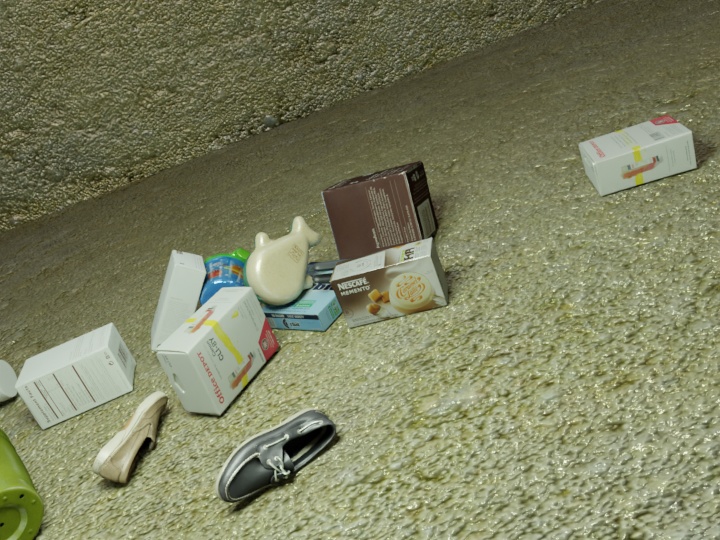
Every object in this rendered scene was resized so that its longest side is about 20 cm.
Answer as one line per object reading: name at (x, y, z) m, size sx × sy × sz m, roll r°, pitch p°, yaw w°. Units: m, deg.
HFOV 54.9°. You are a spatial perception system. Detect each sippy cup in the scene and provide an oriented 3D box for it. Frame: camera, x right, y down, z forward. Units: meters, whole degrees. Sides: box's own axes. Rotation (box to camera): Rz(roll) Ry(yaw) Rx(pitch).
sippy cup at (-0.299, 0.045, 1.520) m, size 0.139 × 0.179 × 0.130 m, roll -7°, pitch 19°, yaw -6°

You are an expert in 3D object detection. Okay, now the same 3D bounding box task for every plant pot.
plant pot at (-0.613, 0.368, 1.106) m, size 0.192 × 0.201 × 0.200 m, roll 18°, pitch 44°, yaw 37°

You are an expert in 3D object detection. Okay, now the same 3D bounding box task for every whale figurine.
whale figurine at (-0.164, -0.018, 1.440) m, size 0.104 × 0.159 × 0.201 m, roll -20°, pitch 33°, yaw 54°

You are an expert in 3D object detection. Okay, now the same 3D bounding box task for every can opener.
can opener at (0.000, 0.000, 1.402) m, size 0.198 × 0.064 × 0.079 m, roll 4°, pitch 18°, yaw -13°

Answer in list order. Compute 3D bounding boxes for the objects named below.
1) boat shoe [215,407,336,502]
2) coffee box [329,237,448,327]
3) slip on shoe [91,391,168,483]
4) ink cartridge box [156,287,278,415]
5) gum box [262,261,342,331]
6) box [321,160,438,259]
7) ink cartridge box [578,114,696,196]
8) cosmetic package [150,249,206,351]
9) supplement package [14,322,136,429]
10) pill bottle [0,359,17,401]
boat shoe at (-0.120, 0.272, 1.015) m, size 0.199 × 0.073 × 0.063 m, roll -32°, pitch 23°, yaw -31°
coffee box at (0.057, 0.024, 1.320) m, size 0.199 × 0.115 × 0.080 m, roll -14°, pitch 26°, yaw 15°
slip on shoe at (-0.385, 0.290, 1.211) m, size 0.060 × 0.076 × 0.200 m, roll 26°, pitch 27°, yaw 4°
ink cartridge box at (-0.257, 0.145, 1.274) m, size 0.083 × 0.146 × 0.200 m, roll -2°, pitch 32°, yaw 33°
gum box at (-0.092, 0.050, 1.468) m, size 0.169 × 0.045 × 0.200 m, roll -1°, pitch 32°, yaw 38°
box at (0.048, -0.133, 1.546) m, size 0.199 × 0.165 × 0.166 m, roll -11°, pitch 13°, yaw 21°
ink cartridge box at (0.585, -0.246, 1.475) m, size 0.199 × 0.084 × 0.145 m, roll -16°, pitch 25°, yaw 12°
cosmetic package at (-0.393, 0.069, 1.490) m, size 0.074 × 0.201 × 0.102 m, roll 15°, pitch 16°, yaw -23°
supplement package at (-0.587, 0.218, 1.442) m, size 0.199 × 0.118 × 0.117 m, roll -23°, pitch 26°, yaw -4°
pill bottle at (-0.889, 0.279, 1.557) m, size 0.199 × 0.120 × 0.120 m, roll -22°, pitch 25°, yaw -1°
